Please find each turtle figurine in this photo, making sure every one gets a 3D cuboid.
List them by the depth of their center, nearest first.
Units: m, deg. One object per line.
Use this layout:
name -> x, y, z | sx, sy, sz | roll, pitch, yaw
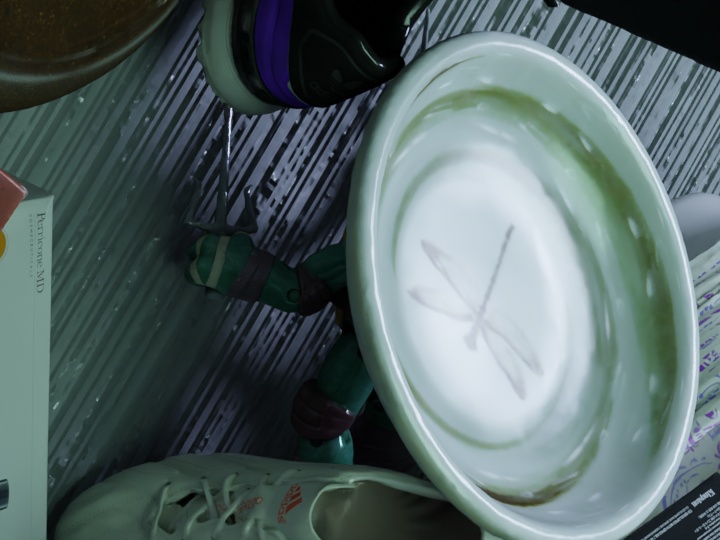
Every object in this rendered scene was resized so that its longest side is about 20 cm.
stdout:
turtle figurine -> 0.000, 0.000, 1.003 | 0.149, 0.101, 0.201 | -14, 121, -40

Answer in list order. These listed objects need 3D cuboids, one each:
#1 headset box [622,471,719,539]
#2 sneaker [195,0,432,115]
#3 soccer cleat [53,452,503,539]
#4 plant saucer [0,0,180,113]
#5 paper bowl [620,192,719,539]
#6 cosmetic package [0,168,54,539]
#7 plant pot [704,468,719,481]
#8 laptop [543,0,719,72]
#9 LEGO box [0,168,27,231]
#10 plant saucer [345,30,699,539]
headset box -> 0.138, 0.200, 0.922 | 0.149, 0.200, 0.077 | -30, 166, -38
sneaker -> 0.012, -0.152, 0.926 | 0.069, 0.099, 0.201 | 26, 74, -41
soccer cleat -> -0.031, 0.101, 0.947 | 0.078, 0.199, 0.070 | 52, 41, -67
plant saucer -> -0.116, -0.151, 0.871 | 0.200, 0.034, 0.201 | -18, 117, -39
paper bowl -> 0.138, 0.044, 1.107 | 0.200, 0.104, 0.201 | -35, 164, -12
cosmetic package -> -0.160, 0.067, 0.903 | 0.082, 0.051, 0.201 | -14, 116, -41
plant pot -> 0.196, 0.199, 1.132 | 0.200, 0.199, 0.181 | -46, 154, 26
laptop -> 0.084, -0.185, 0.854 | 0.187, 0.115, 0.201 | 55, 40, -41
LEGO box -> -0.220, -0.061, 0.722 | 0.077, 0.149, 0.200 | -57, 136, -10
plant saucer -> 0.053, 0.010, 0.929 | 0.200, 0.050, 0.201 | 16, 68, -44
